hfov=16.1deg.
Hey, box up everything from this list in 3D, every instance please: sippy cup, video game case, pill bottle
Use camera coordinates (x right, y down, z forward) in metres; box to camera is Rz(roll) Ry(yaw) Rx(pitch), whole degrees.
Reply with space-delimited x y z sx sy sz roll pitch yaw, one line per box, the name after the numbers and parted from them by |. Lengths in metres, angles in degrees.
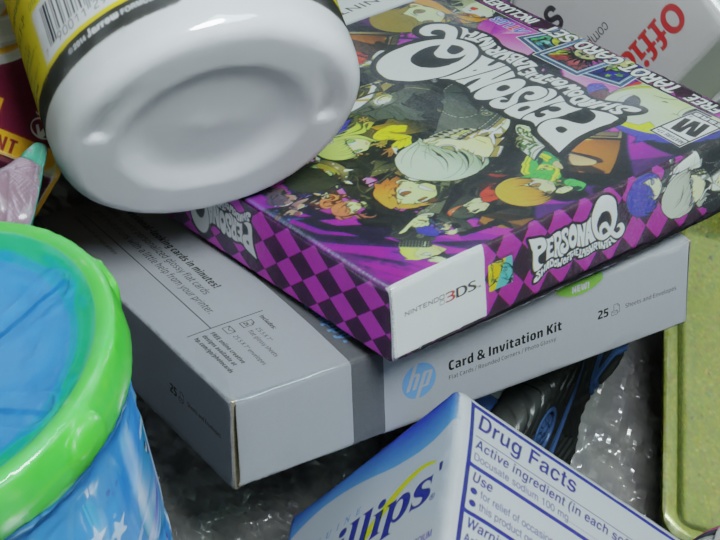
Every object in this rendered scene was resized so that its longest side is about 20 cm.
-0.117 0.077 0.779 0.139 0.130 0.178 14 50 36 | sippy cup
0.020 -0.049 0.974 0.181 0.036 0.200 -24 37 -30 | video game case
-0.080 -0.130 0.911 0.111 0.111 0.200 -3 57 -28 | pill bottle

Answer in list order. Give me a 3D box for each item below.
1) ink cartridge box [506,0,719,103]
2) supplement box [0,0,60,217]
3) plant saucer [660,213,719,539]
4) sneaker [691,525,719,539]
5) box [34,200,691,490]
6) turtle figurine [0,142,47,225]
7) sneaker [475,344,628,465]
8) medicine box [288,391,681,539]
0.093 -0.156 1.108 0.084 0.146 0.200 -26 75 -36 | ink cartridge box
-0.155 -0.111 0.991 0.110 0.086 0.200 22 54 -14 | supplement box
0.207 0.057 1.101 0.200 0.048 0.200 17 55 -18 | plant saucer
0.156 0.177 0.835 0.080 0.075 0.200 -8 78 -31 | sneaker
0.000 0.000 0.968 0.200 0.041 0.156 -17 34 -27 | box
-0.214 -0.023 0.864 0.200 0.150 0.101 17 51 -10 | turtle figurine
0.053 0.041 1.026 0.077 0.076 0.200 19 47 18 | sneaker
0.062 0.177 0.877 0.182 0.103 0.200 35 38 -21 | medicine box
